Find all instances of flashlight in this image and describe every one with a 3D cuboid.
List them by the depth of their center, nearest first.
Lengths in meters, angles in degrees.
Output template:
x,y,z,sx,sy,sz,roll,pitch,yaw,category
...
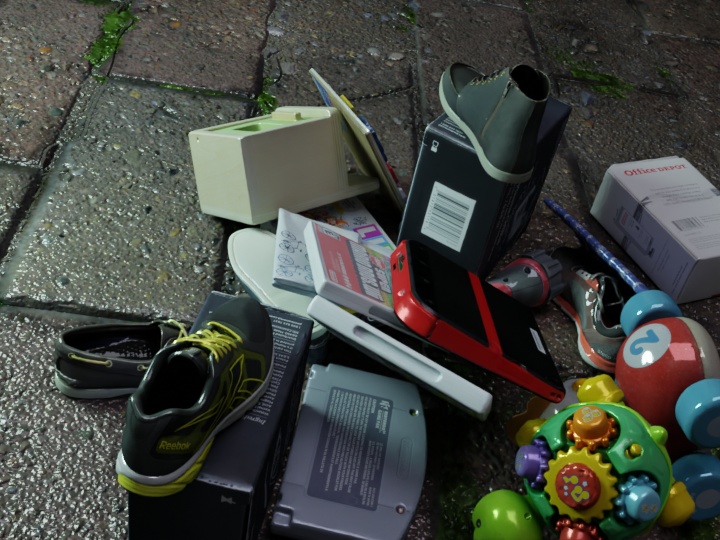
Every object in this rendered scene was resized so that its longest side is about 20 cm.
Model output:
x,y,z,sx,sy,sz,roll,pitch,yaw,category
0.154,0.035,1.053,0.199,0.068,0.068,-22,52,-36,flashlight

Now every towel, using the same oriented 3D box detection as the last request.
x,y,z,sx,sy,sz,roll,pitch,yaw,category
0.313,-0.001,1.110,0.144,0.024,0.200,32,16,-50,towel

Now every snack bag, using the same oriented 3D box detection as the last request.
x,y,z,sx,sy,sz,roll,pitch,yaw,category
0.000,0.000,0.977,0.198,0.022,0.189,18,23,-10,snack bag

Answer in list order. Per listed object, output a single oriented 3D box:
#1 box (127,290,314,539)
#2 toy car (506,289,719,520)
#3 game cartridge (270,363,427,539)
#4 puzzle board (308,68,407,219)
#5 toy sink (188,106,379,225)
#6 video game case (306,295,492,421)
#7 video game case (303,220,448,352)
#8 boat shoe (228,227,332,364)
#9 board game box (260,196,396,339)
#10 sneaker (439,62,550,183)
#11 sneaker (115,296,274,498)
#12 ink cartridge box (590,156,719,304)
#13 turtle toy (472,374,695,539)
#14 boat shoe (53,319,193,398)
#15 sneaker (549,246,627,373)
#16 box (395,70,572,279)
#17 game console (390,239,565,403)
x,y,z,sx,sy,sz,roll,pitch,yaw,category
-0.120,0.145,0.787,0.103,0.149,0.201,15,39,3,box
0.245,0.137,0.893,0.198,0.178,0.185,-6,31,-3,toy car
-0.002,0.180,0.866,0.132,0.041,0.201,11,40,3,game cartridge
0.008,-0.153,1.146,0.017,0.200,0.151,-34,52,-3,puzzle board
-0.091,-0.141,1.116,0.199,0.113,0.130,-18,21,-33,toy sink
0.045,0.090,0.876,0.181,0.200,0.023,29,84,12,video game case
0.038,0.023,0.898,0.199,0.018,0.143,25,19,-19,video game case
-0.090,0.025,1.000,0.074,0.062,0.200,-25,47,-24,boat shoe
-0.021,-0.011,1.083,0.133,0.034,0.200,-13,46,-28,board game box
0.151,-0.196,0.980,0.074,0.107,0.201,-4,44,-21,sneaker
-0.115,0.079,0.686,0.074,0.085,0.201,19,41,7,sneaker
0.434,-0.060,1.224,0.145,0.083,0.201,-9,45,-24,ink cartridge box
0.188,0.195,0.799,0.146,0.200,0.101,58,25,18,turtle toy
-0.203,0.084,0.903,0.199,0.061,0.072,-5,43,-20,boat shoe
0.287,0.027,1.083,0.076,0.082,0.201,0,42,-15,sneaker
0.151,-0.109,1.117,0.117,0.198,0.200,28,42,17,box
0.110,0.045,0.890,0.176,0.031,0.200,31,18,-11,game console
